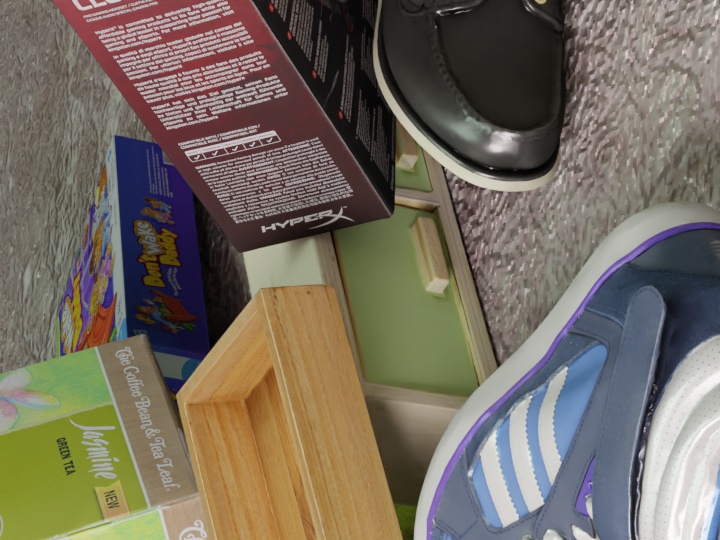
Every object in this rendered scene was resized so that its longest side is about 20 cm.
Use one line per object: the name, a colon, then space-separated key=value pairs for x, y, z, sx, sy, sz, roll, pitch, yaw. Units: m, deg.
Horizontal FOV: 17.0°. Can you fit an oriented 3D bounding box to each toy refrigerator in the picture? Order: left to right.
toy refrigerator: x=0.000 y=0.000 z=1.035 sx=0.200 sy=0.076 sz=0.070 roll=-103 pitch=32 yaw=-42

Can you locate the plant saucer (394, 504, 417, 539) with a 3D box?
plant saucer: x=-0.001 y=0.196 z=0.998 sx=0.200 sy=0.048 sz=0.200 roll=-165 pitch=85 yaw=-66

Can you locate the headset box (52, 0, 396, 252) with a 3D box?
headset box: x=-0.055 y=-0.128 z=0.964 sx=0.075 sy=0.200 sz=0.149 roll=-13 pitch=51 yaw=19

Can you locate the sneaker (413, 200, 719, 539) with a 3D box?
sneaker: x=0.087 y=0.089 z=0.796 sx=0.200 sy=0.081 sz=0.146 roll=-60 pitch=26 yaw=28

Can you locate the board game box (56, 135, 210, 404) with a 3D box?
board game box: x=-0.126 y=0.037 z=1.303 sx=0.200 sy=0.045 sz=0.135 roll=-102 pitch=28 yaw=-56

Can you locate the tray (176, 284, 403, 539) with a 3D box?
tray: x=-0.018 y=0.117 z=0.918 sx=0.099 sy=0.037 sz=0.200 roll=-50 pitch=49 yaw=53

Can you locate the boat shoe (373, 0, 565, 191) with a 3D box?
boat shoe: x=0.045 y=-0.115 z=0.977 sx=0.201 sy=0.074 sz=0.063 roll=-98 pitch=21 yaw=-43

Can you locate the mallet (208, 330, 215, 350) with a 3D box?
mallet: x=-0.071 y=0.078 z=1.222 sx=0.200 sy=0.041 sz=0.066 roll=-131 pitch=52 yaw=-66

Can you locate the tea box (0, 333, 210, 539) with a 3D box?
tea box: x=-0.155 y=0.165 z=1.092 sx=0.134 sy=0.197 sz=0.200 roll=-120 pitch=15 yaw=-54
